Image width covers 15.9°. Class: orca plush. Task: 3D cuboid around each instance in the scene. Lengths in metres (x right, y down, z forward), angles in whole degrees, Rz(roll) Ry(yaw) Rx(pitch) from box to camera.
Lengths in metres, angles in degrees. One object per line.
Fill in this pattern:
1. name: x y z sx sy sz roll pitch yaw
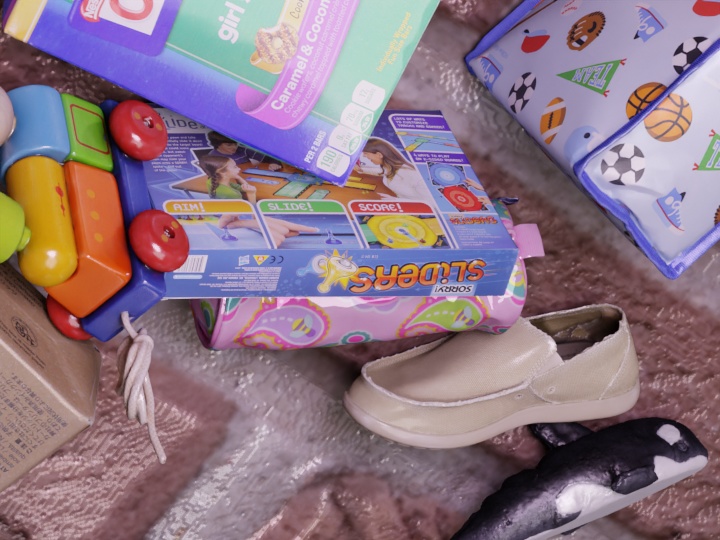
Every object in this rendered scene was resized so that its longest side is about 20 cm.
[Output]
1. orca plush: 0.117 0.128 1.608 0.199 0.071 0.105 -25 167 -4

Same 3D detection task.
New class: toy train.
1. toy train: -0.151 -0.006 1.275 0.115 0.201 0.085 21 134 -41

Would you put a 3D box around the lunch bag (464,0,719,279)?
1. lunch bag: 0.187 -0.121 1.429 0.200 0.170 0.124 -44 126 3

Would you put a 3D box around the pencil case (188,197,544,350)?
1. pencil case: 0.000 0.000 1.463 0.199 0.088 0.088 -2 116 -18

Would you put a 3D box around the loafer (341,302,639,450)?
1. loafer: 0.080 0.056 1.538 0.199 0.076 0.069 -8 117 -29

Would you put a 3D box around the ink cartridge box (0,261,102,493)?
1. ink cartridge box: -0.257 0.041 1.307 0.164 0.075 0.200 -35 115 18

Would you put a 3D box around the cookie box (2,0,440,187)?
1. cookie box: -0.062 -0.165 1.337 0.199 0.075 0.172 24 106 -15

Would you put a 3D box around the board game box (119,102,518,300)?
1. board game box: -0.029 -0.039 1.402 0.199 0.136 0.035 0 128 -22
